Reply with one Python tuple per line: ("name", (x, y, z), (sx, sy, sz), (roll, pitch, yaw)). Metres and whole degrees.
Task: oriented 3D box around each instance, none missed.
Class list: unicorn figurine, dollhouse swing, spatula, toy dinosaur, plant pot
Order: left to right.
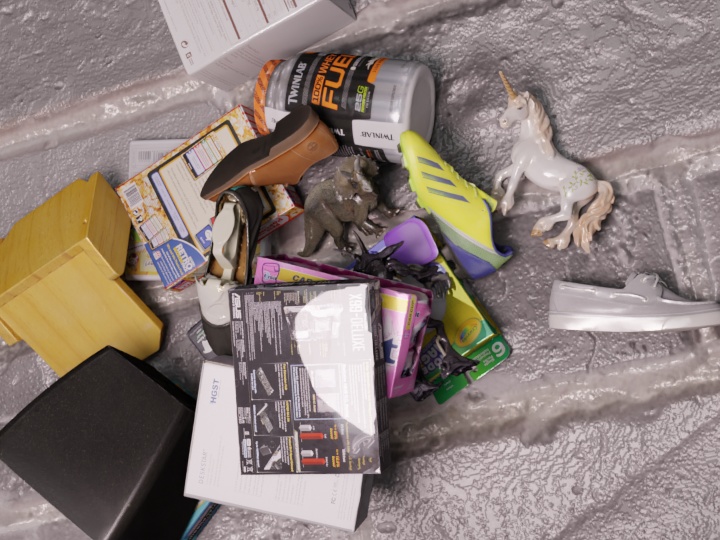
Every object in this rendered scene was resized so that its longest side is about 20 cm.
("dollhouse swing", (-0.357, 0.019, 1.669), (0.200, 0.176, 0.182), (-31, 38, 24))
("plant pot", (-0.281, 0.205, 1.519), (0.199, 0.200, 0.178), (34, 86, 19))
("toy dinosaur", (-0.020, -0.079, 1.544), (0.102, 0.077, 0.200), (48, 143, -12))
("spatula", (0.000, 0.000, 1.524), (0.199, 0.021, 0.057), (-27, 81, 18))
("unicorn figurine", (0.207, -0.117, 1.489), (0.199, 0.074, 0.138), (33, 97, 2))

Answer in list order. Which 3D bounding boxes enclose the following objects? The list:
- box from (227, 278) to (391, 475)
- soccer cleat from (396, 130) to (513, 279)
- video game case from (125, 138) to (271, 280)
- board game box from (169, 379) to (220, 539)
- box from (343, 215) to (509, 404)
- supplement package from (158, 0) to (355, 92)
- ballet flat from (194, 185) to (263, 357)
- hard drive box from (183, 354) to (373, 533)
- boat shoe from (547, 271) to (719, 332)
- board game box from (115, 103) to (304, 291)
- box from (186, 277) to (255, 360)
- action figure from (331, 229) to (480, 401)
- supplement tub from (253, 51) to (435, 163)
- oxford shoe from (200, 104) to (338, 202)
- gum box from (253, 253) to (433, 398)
("box", (-0.053, 0.112, 1.346), (0.157, 0.050, 0.201), (-4, 92, 16))
("soccer cleat", (0.109, -0.082, 1.474), (0.083, 0.065, 0.201), (-26, 110, 12))
("video game case", (-0.207, -0.078, 1.646), (0.199, 0.023, 0.183), (0, 86, 18))
("board game box", (-0.247, 0.263, 1.622), (0.151, 0.047, 0.200), (40, 99, 18))
("box", (0.079, 0.049, 1.527), (0.117, 0.048, 0.200), (-38, 77, 14))
("supplement package", (-0.127, -0.326, 1.586), (0.199, 0.117, 0.118), (-26, 78, 15))
("ballet flat", (-0.157, -0.001, 1.472), (0.068, 0.068, 0.201), (3, 84, 20))
("hard drive box", (-0.083, 0.189, 1.426), (0.199, 0.077, 0.157), (11, 95, 11))
("boat shoe", (0.310, 0.035, 1.443), (0.199, 0.072, 0.069), (-1, 86, 28))
("board game box", (-0.189, -0.089, 1.604), (0.199, 0.046, 0.152), (-31, 77, 14))
("box", (-0.094, 0.118, 1.540), (0.106, 0.122, 0.200), (-43, 74, 11))
("action figure", (0.045, 0.047, 1.464), (0.119, 0.102, 0.201), (-37, 73, 20))
("supplement tub", (-0.019, -0.197, 1.537), (0.199, 0.122, 0.123), (7, 89, 19))
("oxford shoe", (-0.110, -0.119, 1.515), (0.199, 0.071, 0.072), (-23, 38, 36))
("gum box", (-0.022, 0.059, 1.404), (0.199, 0.066, 0.114), (14, 99, 24))
